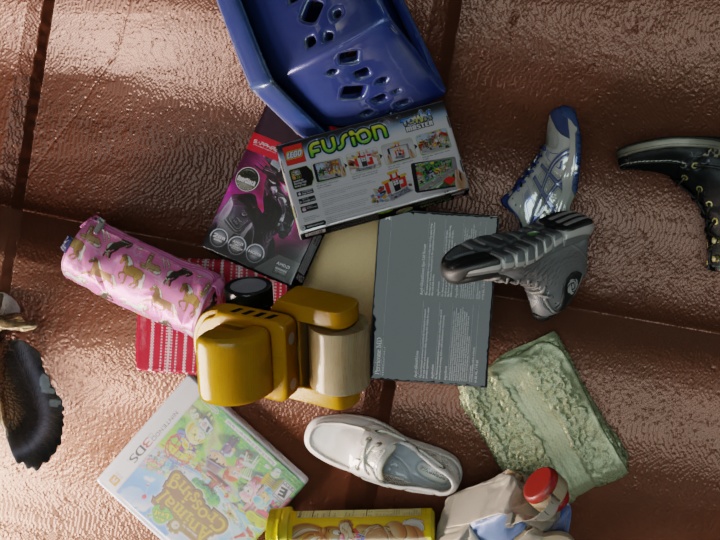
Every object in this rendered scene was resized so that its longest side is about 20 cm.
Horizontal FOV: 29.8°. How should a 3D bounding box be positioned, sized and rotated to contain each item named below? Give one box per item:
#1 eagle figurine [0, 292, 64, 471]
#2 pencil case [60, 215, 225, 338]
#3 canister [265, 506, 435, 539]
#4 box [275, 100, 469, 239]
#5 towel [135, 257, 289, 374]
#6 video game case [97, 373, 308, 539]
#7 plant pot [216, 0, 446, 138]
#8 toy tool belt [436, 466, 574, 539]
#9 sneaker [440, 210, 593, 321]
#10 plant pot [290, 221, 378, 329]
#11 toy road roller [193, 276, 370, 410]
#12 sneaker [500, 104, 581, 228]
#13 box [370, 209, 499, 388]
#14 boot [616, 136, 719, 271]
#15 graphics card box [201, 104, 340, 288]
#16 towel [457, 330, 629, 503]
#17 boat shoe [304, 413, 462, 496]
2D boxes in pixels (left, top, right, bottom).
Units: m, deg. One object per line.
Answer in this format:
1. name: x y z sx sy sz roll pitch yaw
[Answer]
1. eagle figurine: -0.461 0.139 1.667 0.152 0.151 0.200 30 134 42
2. pencil case: -0.259 0.008 1.623 0.200 0.087 0.083 25 66 10
3. canister: -0.008 0.358 1.631 0.200 0.087 0.149 -2 104 4
4. box: 0.014 -0.114 1.541 0.200 0.035 0.110 -15 80 -3
5. towel: -0.183 0.057 1.659 0.200 0.022 0.145 3 93 12
6. video game case: -0.197 0.260 1.682 0.200 0.022 0.182 42 96 2
7. plant pot: -0.042 -0.270 1.531 0.180 0.200 0.200 -27 64 13
8. toy tool belt: 0.191 0.298 1.576 0.123 0.125 0.200 40 136 -20
9. sneaker: 0.183 0.013 1.524 0.200 0.075 0.116 -18 116 -24
10. plant pot: 0.000 0.000 1.648 0.200 0.027 0.200 0 94 5
11. toy road roller: -0.099 0.097 1.530 0.200 0.146 0.123 10 116 25
12. sneaker: 0.212 -0.097 1.598 0.088 0.075 0.200 6 93 6
13. box: 0.086 0.030 1.588 0.141 0.079 0.200 4 93 3
14. boot: 0.401 -0.077 1.577 0.203 0.073 0.154 1 88 2
15. graphics card box: -0.092 -0.091 1.618 0.125 0.051 0.200 24 86 12
16. towel: 0.219 0.189 1.631 0.148 0.036 0.200 -30 90 7
17. boat shoe: 0.026 0.224 1.634 0.200 0.069 0.071 15 96 5
